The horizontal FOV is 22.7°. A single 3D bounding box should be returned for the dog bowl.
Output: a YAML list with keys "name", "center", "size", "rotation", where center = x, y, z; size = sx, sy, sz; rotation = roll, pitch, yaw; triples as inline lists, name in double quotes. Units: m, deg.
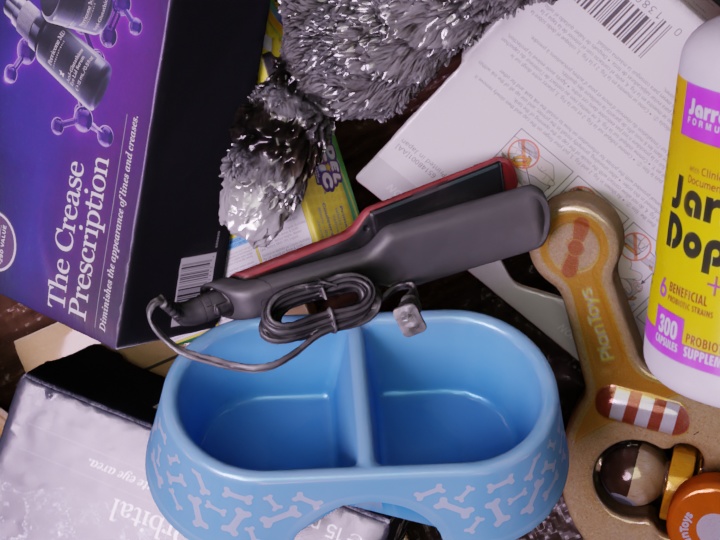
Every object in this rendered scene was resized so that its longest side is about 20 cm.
- name: "dog bowl"
  center: [0.000, 0.069, 0.818]
  size: [0.197, 0.112, 0.050]
  rotation: [-1, 139, -4]

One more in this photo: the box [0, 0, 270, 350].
- name: "box"
  center: [-0.128, -0.083, 0.868]
  size: [0.140, 0.078, 0.202]
  rotation: [22, 110, 34]

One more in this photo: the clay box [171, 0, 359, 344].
- name: "clay box"
  center: [-0.074, -0.074, 0.905]
  size: [0.114, 0.047, 0.202]
  rotation: [-19, 85, 35]

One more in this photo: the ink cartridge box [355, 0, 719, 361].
- name: "ink cartridge box"
  center: [0.127, -0.052, 0.883]
  size: [0.199, 0.045, 0.176]
  rotation: [38, 120, -12]

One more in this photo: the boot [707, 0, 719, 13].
- name: "boot"
  center: [0.069, -0.144, 0.902]
  size: [0.199, 0.066, 0.166]
  rotation: [-29, 83, 8]

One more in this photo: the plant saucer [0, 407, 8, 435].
- name: "plant saucer"
  center: [-0.266, 0.130, 0.944]
  size: [0.201, 0.200, 0.035]
  rotation: [-49, 43, 9]

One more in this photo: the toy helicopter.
- name: "toy helicopter"
  center: [0.121, 0.059, 0.891]
  size: [0.131, 0.079, 0.202]
  rotation: [-13, 105, 23]

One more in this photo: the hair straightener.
- name: "hair straightener"
  center: [0.000, 0.000, 0.814]
  size: [0.198, 0.077, 0.041]
  rotation: [-16, 121, -19]

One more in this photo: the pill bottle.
- name: "pill bottle"
  center: [0.186, -0.045, 0.786]
  size: [0.103, 0.104, 0.202]
  rotation: [7, 107, 9]

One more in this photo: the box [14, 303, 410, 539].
- name: "box"
  center: [-0.077, 0.099, 0.967]
  size: [0.162, 0.021, 0.202]
  rotation: [-23, 89, 10]

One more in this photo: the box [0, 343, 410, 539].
- name: "box"
  center: [-0.096, 0.170, 0.904]
  size: [0.195, 0.117, 0.202]
  rotation: [20, 97, 7]

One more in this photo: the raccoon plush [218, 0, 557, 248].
- name: "raccoon plush"
  center: [0.025, -0.094, 0.800]
  size: [0.096, 0.134, 0.202]
  rotation: [17, 88, -33]
